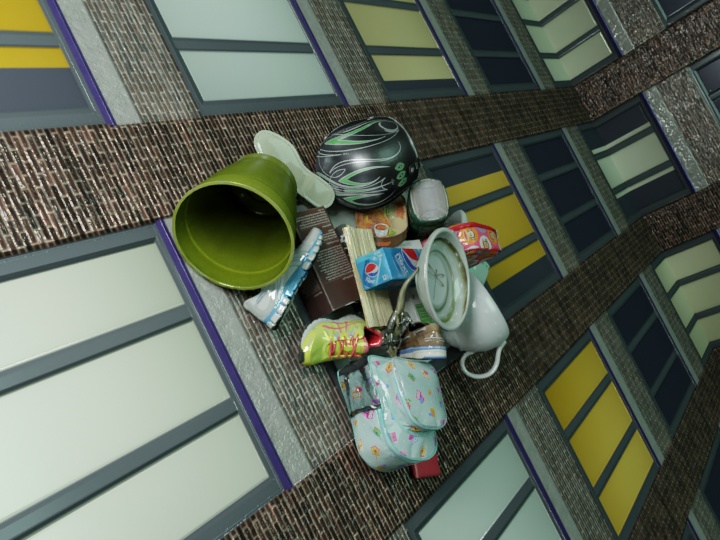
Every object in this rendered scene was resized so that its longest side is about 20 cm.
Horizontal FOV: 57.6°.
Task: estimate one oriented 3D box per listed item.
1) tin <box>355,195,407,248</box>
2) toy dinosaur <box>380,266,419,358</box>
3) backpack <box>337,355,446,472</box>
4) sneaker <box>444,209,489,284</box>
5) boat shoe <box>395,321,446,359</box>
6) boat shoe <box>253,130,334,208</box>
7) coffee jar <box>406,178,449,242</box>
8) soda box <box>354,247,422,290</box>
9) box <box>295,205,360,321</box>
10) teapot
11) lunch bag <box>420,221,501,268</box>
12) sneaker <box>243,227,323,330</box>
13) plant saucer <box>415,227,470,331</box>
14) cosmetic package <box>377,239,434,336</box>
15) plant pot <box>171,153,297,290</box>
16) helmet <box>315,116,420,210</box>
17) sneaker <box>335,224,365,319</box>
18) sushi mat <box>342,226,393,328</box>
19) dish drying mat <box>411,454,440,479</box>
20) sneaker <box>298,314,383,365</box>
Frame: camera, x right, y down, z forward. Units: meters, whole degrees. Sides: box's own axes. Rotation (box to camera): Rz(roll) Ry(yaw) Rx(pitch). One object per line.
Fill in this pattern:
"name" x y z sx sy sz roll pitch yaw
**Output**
"tin" 0.045 -0.114 1.419 0.200 0.112 0.042 -88 175 -53
"toy dinosaur" 0.071 0.096 1.204 0.047 0.200 0.088 15 28 -2
"backpack" 0.066 0.259 1.193 0.176 0.153 0.200 19 58 -50
"sneaker" 0.272 -0.049 1.666 0.118 0.074 0.201 19 64 -32
"boat shoe" 0.116 0.136 1.267 0.072 0.200 0.073 6 81 -19
"boat shoe" -0.141 -0.198 1.319 0.201 0.061 0.072 44 77 -17
"coffee jar" 0.144 -0.123 1.487 0.085 0.200 0.104 -9 72 -4
"soda box" 0.075 -0.003 1.273 0.200 0.068 0.064 -2 72 -58
"box" -0.081 -0.015 1.256 0.100 0.075 0.200 -20 82 -47
"teapot" 0.231 0.113 1.474 0.198 0.146 0.200 58 0 -39
"lunch bag" 0.218 -0.038 1.502 0.176 0.200 0.082 5 65 -50
"sneaker" -0.136 -0.001 1.147 0.087 0.075 0.200 29 70 2
"plant saucer" 0.152 0.019 1.269 0.200 0.050 0.201 14 73 -56
"cosmetic package" 0.102 0.041 1.418 0.108 0.085 0.200 -8 74 -46
"plant pot" -0.189 -0.104 1.118 0.200 0.200 0.193 44 30 -20
"helmet" 0.006 -0.219 1.377 0.190 0.200 0.200 -26 87 -16
"sneaker" 0.000 0.000 1.335 0.090 0.078 0.200 -21 91 -58
"sushi mat" 0.019 0.014 1.256 0.096 0.012 0.200 -1 74 -57
"dish drying mat" 0.113 0.314 1.316 0.077 0.018 0.200 11 61 -43
"sneaker" -0.032 0.129 1.193 0.200 0.090 0.078 -19 120 -50
